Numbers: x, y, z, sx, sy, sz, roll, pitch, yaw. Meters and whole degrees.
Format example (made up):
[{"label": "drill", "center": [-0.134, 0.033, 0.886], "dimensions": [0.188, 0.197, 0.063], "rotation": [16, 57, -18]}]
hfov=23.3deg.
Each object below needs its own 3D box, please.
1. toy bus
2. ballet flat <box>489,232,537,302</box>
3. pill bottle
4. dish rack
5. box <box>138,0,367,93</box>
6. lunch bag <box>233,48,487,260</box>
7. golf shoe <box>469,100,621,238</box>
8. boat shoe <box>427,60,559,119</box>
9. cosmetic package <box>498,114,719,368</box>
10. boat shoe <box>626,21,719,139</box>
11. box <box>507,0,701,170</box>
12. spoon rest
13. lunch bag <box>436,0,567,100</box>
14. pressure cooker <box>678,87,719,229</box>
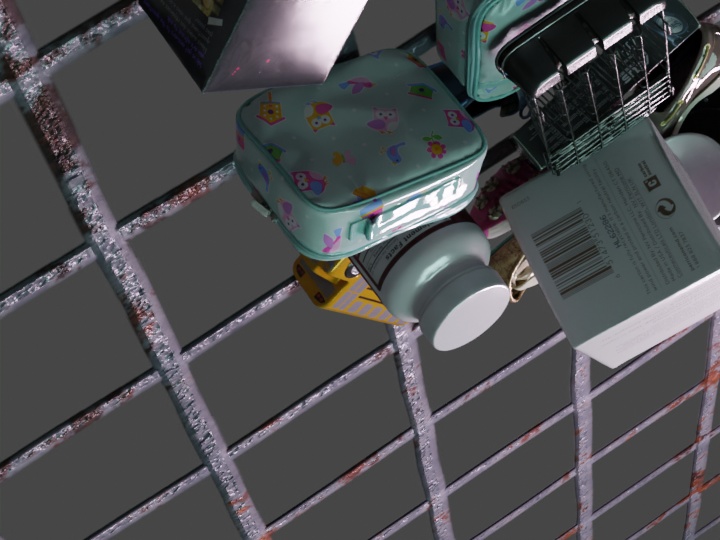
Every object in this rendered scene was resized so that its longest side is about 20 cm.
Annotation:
[{"label": "toy bus", "center": [0.000, 0.000, 1.724], "dimensions": [0.078, 0.065, 0.199], "rotation": [-45, 153, 18]}, {"label": "ballet flat", "center": [0.215, -0.042, 1.917], "dimensions": [0.200, 0.065, 0.070], "rotation": [-49, 154, 20]}, {"label": "pill bottle", "center": [0.045, -0.029, 1.583], "dimensions": [0.112, 0.200, 0.113], "rotation": [-28, 152, -17]}, {"label": "dish rack", "center": [0.204, -0.168, 1.521], "dimensions": [0.153, 0.055, 0.200], "rotation": [-34, 155, -2]}, {"label": "box", "center": [-0.056, -0.236, 1.244], "dimensions": [0.122, 0.106, 0.201], "rotation": [-10, 143, -42]}, {"label": "lunch bag", "center": [-0.002, -0.094, 1.469], "dimensions": [0.199, 0.161, 0.077], "rotation": [-24, 150, -27]}, {"label": "golf shoe", "center": [0.204, -0.090, 1.796], "dimensions": [0.200, 0.075, 0.092], "rotation": [-39, 129, 5]}, {"label": "boat shoe", "center": [0.128, -0.167, 1.614], "dimensions": [0.199, 0.069, 0.084], "rotation": [-28, 152, -20]}, {"label": "cosmetic package", "center": [0.259, -0.023, 1.693], "dimensions": [0.165, 0.168, 0.200], "rotation": [-30, 165, 12]}, {"label": "boat shoe", "center": [0.311, -0.177, 1.824], "dimensions": [0.059, 0.072, 0.200], "rotation": [15, 127, -40]}, {"label": "box", "center": [0.229, -0.178, 1.672], "dimensions": [0.200, 0.044, 0.160], "rotation": [-42, 180, 4]}, {"label": "spoon rest", "center": [0.294, -0.071, 1.820], "dimensions": [0.199, 0.100, 0.061], "rotation": [-26, 168, 21]}, {"label": "lunch bag", "center": [0.162, -0.240, 1.514], "dimensions": [0.199, 0.077, 0.161], "rotation": [-29, 151, -15]}, {"label": "pressure cooker", "center": [0.401, -0.102, 1.931], "dimensions": [0.179, 0.176, 0.200], "rotation": [-43, 154, 2]}]
